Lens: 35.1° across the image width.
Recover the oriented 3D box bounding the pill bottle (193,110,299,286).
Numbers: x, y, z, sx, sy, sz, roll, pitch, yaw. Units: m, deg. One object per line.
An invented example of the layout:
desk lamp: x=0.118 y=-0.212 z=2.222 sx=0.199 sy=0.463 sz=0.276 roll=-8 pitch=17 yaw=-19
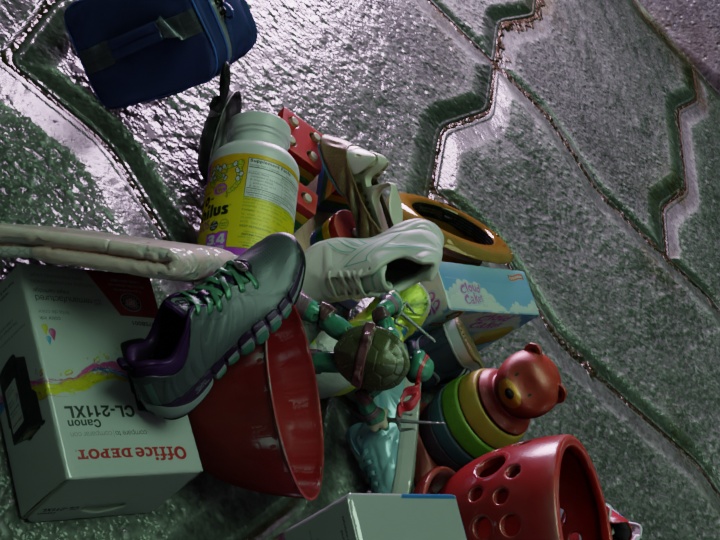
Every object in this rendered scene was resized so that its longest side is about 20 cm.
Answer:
pill bottle: x=-0.121 y=-0.069 z=1.246 sx=0.103 sy=0.103 sz=0.203 roll=24 pitch=58 yaw=-35

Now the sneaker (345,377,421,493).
sneaker: x=0.021 y=0.209 z=1.257 sx=0.080 sy=0.074 sz=0.203 roll=4 pitch=56 yaw=6

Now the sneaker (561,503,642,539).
sneaker: x=0.291 y=0.298 z=1.442 sx=0.071 sy=0.112 sz=0.202 roll=29 pitch=40 yaw=-30

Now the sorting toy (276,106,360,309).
sorting toy: x=-0.056 y=-0.088 z=1.414 sx=0.198 sy=0.069 sz=0.202 roll=35 pitch=37 yaw=-26

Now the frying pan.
frying pan: x=-0.164 y=-0.158 z=1.284 sx=0.030 sy=0.117 sz=0.190 roll=16 pitch=-5 yaw=4

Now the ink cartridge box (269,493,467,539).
ink cartridge box: x=-0.017 y=0.274 z=1.017 sx=0.143 sy=0.199 sz=0.086 roll=11 pitch=55 yaw=-44

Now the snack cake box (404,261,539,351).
snack cake box: x=0.125 y=0.050 z=1.463 sx=0.198 sy=0.114 sz=0.068 roll=5 pitch=59 yaw=-48

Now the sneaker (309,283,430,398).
sneaker: x=-0.002 y=0.093 z=1.320 sx=0.199 sy=0.105 sz=0.076 roll=-34 pitch=79 yaw=-26

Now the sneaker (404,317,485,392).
sneaker: x=0.098 y=0.125 z=1.419 sx=0.071 sy=0.107 sz=0.200 roll=67 pitch=6 yaw=26

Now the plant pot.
plant pot: x=0.159 y=0.289 z=1.202 sx=0.200 sy=0.180 sz=0.204 roll=41 pitch=41 yaw=-48

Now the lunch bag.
lunch bag: x=-0.217 y=-0.266 z=1.261 sx=0.138 sy=0.197 sz=0.133 roll=65 pitch=32 yaw=-20

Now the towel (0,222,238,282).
towel: x=-0.220 y=-0.016 z=1.022 sx=0.200 sy=0.187 sz=0.033 roll=-10 pitch=107 yaw=-81

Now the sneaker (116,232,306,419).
sneaker: x=-0.122 y=0.032 z=0.975 sx=0.201 sy=0.074 sz=0.088 roll=-52 pitch=148 yaw=-20

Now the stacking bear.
stacking bear: x=0.146 y=0.162 z=1.312 sx=0.113 sy=0.199 sz=0.123 roll=-5 pitch=62 yaw=-51

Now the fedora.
fedora: x=0.109 y=-0.031 z=1.522 sx=0.198 sy=0.083 sz=0.201 roll=23 pitch=16 yaw=-7

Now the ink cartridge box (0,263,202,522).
ink cartridge box: x=-0.238 y=0.106 z=1.006 sx=0.144 sy=0.083 sz=0.203 roll=7 pitch=54 yaw=-47

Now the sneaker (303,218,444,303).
sneaker: x=0.000 y=0.000 z=1.291 sx=0.081 sy=0.197 sz=0.071 roll=-89 pitch=158 yaw=-61

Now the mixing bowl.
mixing bowl: x=-0.109 y=0.125 z=1.088 sx=0.200 sy=0.106 sz=0.204 roll=-10 pitch=90 yaw=-81

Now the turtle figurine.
turtle figurine: x=0.008 y=0.086 z=1.204 sx=0.196 sy=0.101 sz=0.152 roll=16 pitch=80 yaw=7

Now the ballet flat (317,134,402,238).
ballet flat: x=0.011 y=-0.093 z=1.372 sx=0.067 sy=0.072 sz=0.203 roll=8 pitch=54 yaw=-47
